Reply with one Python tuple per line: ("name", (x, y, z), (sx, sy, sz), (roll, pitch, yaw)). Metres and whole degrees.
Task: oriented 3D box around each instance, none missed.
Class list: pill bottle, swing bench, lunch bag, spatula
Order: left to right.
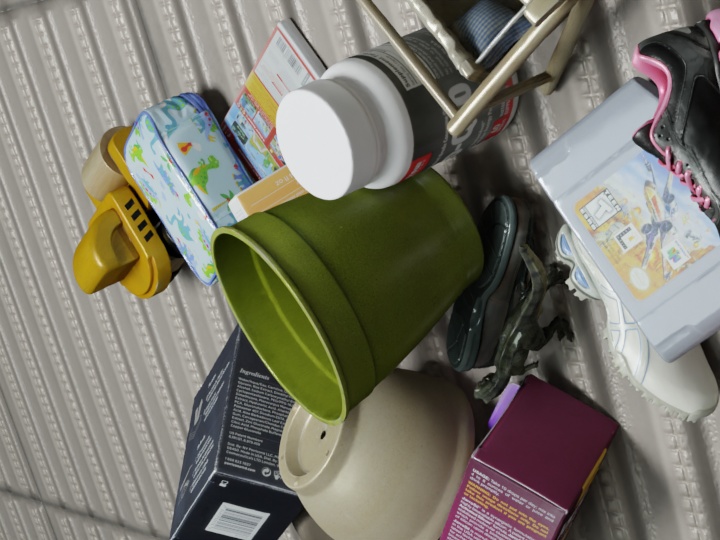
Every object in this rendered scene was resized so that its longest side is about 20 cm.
("lunch bag", (-0.186, -0.091, 1.631), (0.201, 0.082, 0.161), (57, 154, 7))
("pill bottle", (0.032, -0.138, 1.238), (0.113, 0.199, 0.115), (29, 133, 37))
("swing bench", (0.097, -0.256, 1.145), (0.199, 0.129, 0.200), (52, 143, 15))
("spatula", (0.142, 0.193, 1.462), (0.056, 0.021, 0.201), (36, 139, 16))

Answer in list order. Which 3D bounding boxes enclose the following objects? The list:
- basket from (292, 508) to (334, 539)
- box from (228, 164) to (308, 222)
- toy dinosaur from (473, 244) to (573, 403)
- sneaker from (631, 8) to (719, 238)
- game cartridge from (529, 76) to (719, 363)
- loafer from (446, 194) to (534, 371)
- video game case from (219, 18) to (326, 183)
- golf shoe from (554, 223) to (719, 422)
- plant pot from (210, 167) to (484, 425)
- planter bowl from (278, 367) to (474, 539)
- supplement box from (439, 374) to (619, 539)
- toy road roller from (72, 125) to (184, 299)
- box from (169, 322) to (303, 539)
("basket", (0.021, 0.307, 1.582), (0.200, 0.179, 0.137), (44, 138, 42))
("box", (-0.025, -0.015, 1.414), (0.201, 0.124, 0.097), (58, 171, -4))
("toy dinosaur", (0.155, 0.044, 1.296), (0.047, 0.088, 0.201), (39, 137, 29))
("sneaker", (0.248, -0.086, 1.052), (0.079, 0.094, 0.202), (103, 156, -82))
("game cartridge", (0.238, -0.045, 1.137), (0.133, 0.041, 0.201), (-40, 77, 31))
("loafer", (0.132, 0.012, 1.344), (0.072, 0.062, 0.201), (-107, 25, -46))
("video game case", (-0.077, -0.150, 1.523), (0.144, 0.017, 0.200), (55, 143, 11))
("golf shoe", (0.245, 0.029, 1.191), (0.201, 0.078, 0.097), (56, 138, 8))
("plant pot", (0.000, 0.000, 1.285), (0.200, 0.192, 0.201), (46, 158, 25))
("planter bowl", (0.002, 0.183, 1.450), (0.200, 0.134, 0.202), (-42, 35, 39))
("supplement box", (0.151, 0.222, 1.365), (0.103, 0.131, 0.201), (29, 135, 15))
("toy road roller", (-0.293, -0.060, 1.740), (0.201, 0.145, 0.123), (58, 144, 7))
("box", (-0.126, 0.197, 1.636), (0.197, 0.116, 0.201), (124, 157, -51))
